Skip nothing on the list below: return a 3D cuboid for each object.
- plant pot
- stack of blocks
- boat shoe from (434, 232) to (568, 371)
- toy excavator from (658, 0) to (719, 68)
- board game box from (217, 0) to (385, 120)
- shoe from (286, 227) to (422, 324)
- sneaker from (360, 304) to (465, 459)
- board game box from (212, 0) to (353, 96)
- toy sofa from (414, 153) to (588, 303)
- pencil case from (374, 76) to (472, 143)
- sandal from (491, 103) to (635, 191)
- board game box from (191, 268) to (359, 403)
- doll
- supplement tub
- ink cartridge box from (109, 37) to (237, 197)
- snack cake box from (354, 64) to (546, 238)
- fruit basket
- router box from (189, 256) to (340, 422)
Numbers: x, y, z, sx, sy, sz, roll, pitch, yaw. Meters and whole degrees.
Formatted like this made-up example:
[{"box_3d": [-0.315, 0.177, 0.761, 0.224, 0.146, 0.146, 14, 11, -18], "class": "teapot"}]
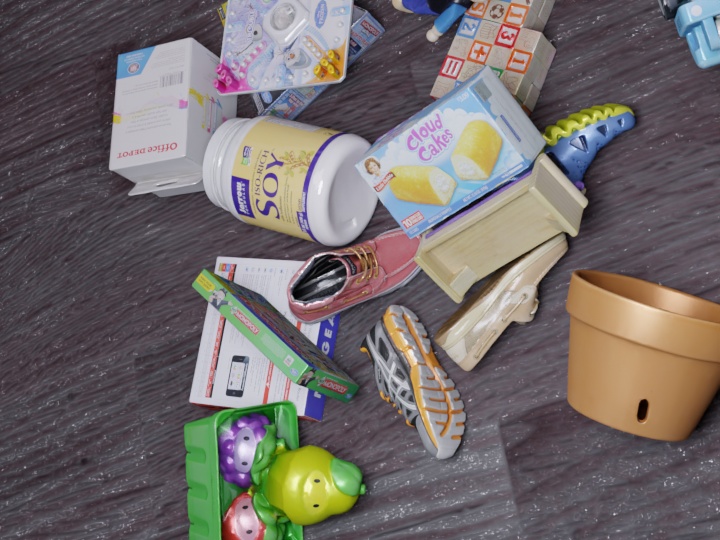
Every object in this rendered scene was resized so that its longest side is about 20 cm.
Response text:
[{"box_3d": [0.307, 0.094, 1.428, 0.199, 0.200, 0.141, 19, 101, 31], "class": "plant pot"}, {"box_3d": [0.183, -0.287, 1.676, 0.115, 0.059, 0.201, 20, 84, 31], "class": "stack of blocks"}, {"box_3d": [0.179, 0.034, 1.583, 0.200, 0.071, 0.065, -44, 95, 4], "class": "boat shoe"}, {"box_3d": [0.412, -0.258, 1.490, 0.099, 0.194, 0.201, -20, 89, 10], "class": "toy excavator"}, {"box_3d": [-0.077, -0.328, 1.826, 0.199, 0.062, 0.201, -30, 63, 16], "class": "board game box"}, {"box_3d": [0.000, 0.000, 1.636, 0.199, 0.091, 0.072, -28, 78, -4], "class": "shoe"}, {"box_3d": [0.062, 0.142, 1.607, 0.077, 0.078, 0.201, -39, 56, 28], "class": "sneaker"}, {"box_3d": [-0.104, -0.342, 1.795, 0.199, 0.026, 0.201, -2, 74, 27], "class": "board game box"}, {"box_3d": [0.164, -0.056, 1.550, 0.200, 0.083, 0.098, -32, 23, 38], "class": "toy sofa"}, {"box_3d": [0.100, -0.164, 1.632, 0.200, 0.084, 0.086, -30, 95, 45], "class": "pencil case"}, {"box_3d": [0.242, -0.133, 1.598, 0.199, 0.079, 0.087, -28, 96, 12], "class": "sandal"}, {"box_3d": [-0.102, 0.080, 1.614, 0.200, 0.134, 0.029, 41, 95, 30], "class": "board game box"}, {"box_3d": [0.112, -0.356, 1.691, 0.200, 0.048, 0.137, 19, 83, 61], "class": "doll"}, {"box_3d": [-0.090, -0.120, 1.720, 0.199, 0.145, 0.146, 15, 82, 31], "class": "supplement tub"}, {"box_3d": [-0.258, -0.197, 1.845, 0.128, 0.125, 0.201, -7, 72, 26], "class": "ink cartridge box"}, {"box_3d": [0.102, -0.136, 1.548, 0.200, 0.067, 0.115, -32, 102, 41], "class": "snack cake box"}, {"box_3d": [-0.106, 0.262, 1.602, 0.215, 0.155, 0.217, 3, 94, 44], "class": "fruit basket"}, {"box_3d": [-0.121, 0.088, 1.729, 0.178, 0.049, 0.201, 4, 77, 29], "class": "router box"}]
